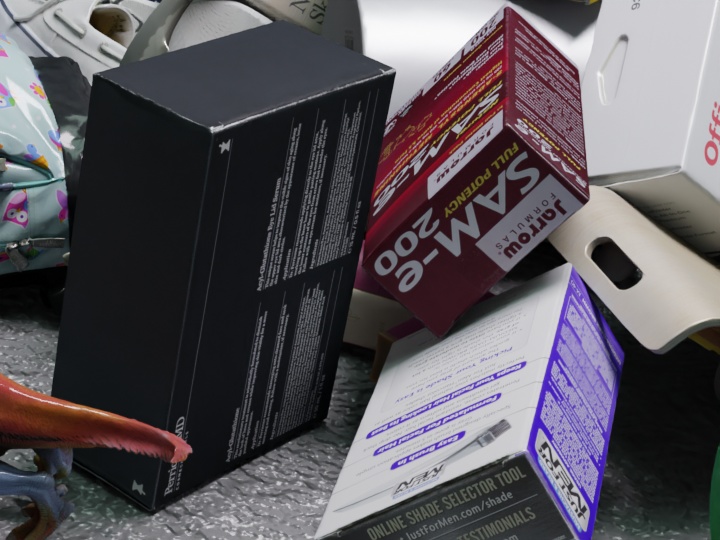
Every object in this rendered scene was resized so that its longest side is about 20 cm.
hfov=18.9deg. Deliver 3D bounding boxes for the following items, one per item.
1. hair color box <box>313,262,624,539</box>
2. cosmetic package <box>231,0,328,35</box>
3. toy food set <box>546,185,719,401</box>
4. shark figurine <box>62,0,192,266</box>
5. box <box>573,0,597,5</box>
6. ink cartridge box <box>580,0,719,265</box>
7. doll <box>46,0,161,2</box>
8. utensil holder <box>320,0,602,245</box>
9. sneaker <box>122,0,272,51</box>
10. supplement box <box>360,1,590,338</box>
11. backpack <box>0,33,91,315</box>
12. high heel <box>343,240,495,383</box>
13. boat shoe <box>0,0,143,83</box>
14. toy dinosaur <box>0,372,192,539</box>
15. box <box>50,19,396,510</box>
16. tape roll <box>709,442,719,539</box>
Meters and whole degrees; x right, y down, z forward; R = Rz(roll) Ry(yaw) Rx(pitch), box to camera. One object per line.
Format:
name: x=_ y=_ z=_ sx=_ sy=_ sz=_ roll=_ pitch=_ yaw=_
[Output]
hair color box: x=0.057 y=0.080 z=1.017 sx=0.109 sy=0.065 sz=0.200 roll=-26 pitch=15 yaw=21
cosmetic package: x=-0.020 y=-0.194 z=1.458 sx=0.200 sy=0.103 sz=0.087 roll=29 pitch=-9 yaw=-9
toy food set: x=0.190 y=0.043 z=1.130 sx=0.200 sy=0.060 sz=0.144 roll=30 pitch=14 yaw=-32
shark figurine: x=-0.103 y=-0.081 z=1.121 sx=0.128 sy=0.215 sz=0.090 roll=-10 pitch=29 yaw=-13
box: x=0.088 y=-0.219 z=1.350 sx=0.200 sy=0.049 sz=0.160 roll=16 pitch=25 yaw=26
ink cartridge box: x=0.217 y=-0.067 z=1.226 sx=0.084 sy=0.145 sz=0.200 roll=-8 pitch=-31 yaw=44
doll: x=-0.169 y=-0.207 z=1.590 sx=0.200 sy=0.049 sz=0.136 roll=-15 pitch=28 yaw=-42
utensil holder: x=0.082 y=-0.098 z=1.333 sx=0.200 sy=0.170 sz=0.170 roll=1 pitch=27 yaw=-12
sneaker: x=-0.096 y=-0.147 z=1.466 sx=0.200 sy=0.075 sz=0.088 roll=20 pitch=8 yaw=36
supplement box: x=0.061 y=-0.058 z=1.138 sx=0.061 sy=0.109 sz=0.200 roll=41 pitch=20 yaw=-14
backpack: x=-0.240 y=-0.060 z=1.179 sx=0.200 sy=0.127 sz=0.167 roll=-4 pitch=32 yaw=-20
high heel: x=0.000 y=0.000 z=1.205 sx=0.200 sy=0.067 sz=0.096 roll=31 pitch=36 yaw=32
boat shoe: x=-0.173 y=-0.152 z=1.408 sx=0.075 sy=0.086 sz=0.202 roll=37 pitch=3 yaw=-45
toy dinosaur: x=-0.197 y=0.038 z=0.961 sx=0.182 sy=0.200 sz=0.105 roll=49 pitch=28 yaw=-23
box: x=-0.069 y=-0.005 z=1.041 sx=0.079 sy=0.200 sz=0.141 roll=25 pitch=29 yaw=26
tape roll: x=0.235 y=0.118 z=0.902 sx=0.048 sy=0.201 sz=0.200 roll=-11 pitch=33 yaw=-38
